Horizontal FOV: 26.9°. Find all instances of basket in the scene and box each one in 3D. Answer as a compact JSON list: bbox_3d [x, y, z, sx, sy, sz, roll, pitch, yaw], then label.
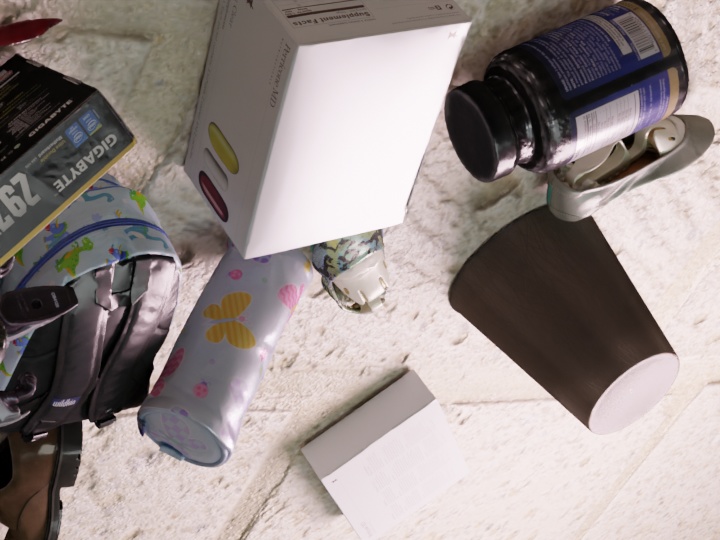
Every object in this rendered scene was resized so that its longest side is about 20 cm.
[{"bbox_3d":[0.215,0.055,1.511,0.179,0.201,0.137,-29,146,-11],"label":"basket"}]

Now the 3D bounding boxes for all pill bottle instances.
[{"bbox_3d":[0.177,-0.153,1.308,0.198,0.112,0.113,-24,144,-19],"label":"pill bottle"}]

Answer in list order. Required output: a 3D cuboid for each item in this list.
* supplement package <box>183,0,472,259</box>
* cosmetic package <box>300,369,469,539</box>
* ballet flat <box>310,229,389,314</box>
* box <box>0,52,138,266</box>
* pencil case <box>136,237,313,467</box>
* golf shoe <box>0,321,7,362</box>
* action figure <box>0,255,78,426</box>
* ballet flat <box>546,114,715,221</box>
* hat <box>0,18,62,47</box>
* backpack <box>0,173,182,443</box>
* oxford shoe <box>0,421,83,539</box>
[{"bbox_3d":[-0.030,-0.130,1.143,0.154,0.111,0.202,-13,139,-32],"label":"supplement package"},{"bbox_3d":[0.031,0.210,1.658,0.150,0.052,0.201,-36,147,-7],"label":"cosmetic package"},{"bbox_3d":[0.000,0.000,1.299,0.074,0.075,0.200,-36,171,-2],"label":"ballet flat"},{"bbox_3d":[-0.254,-0.048,0.951,0.200,0.159,0.050,-44,121,-14],"label":"box"},{"bbox_3d":[-0.108,0.062,1.236,0.091,0.082,0.202,100,12,-60],"label":"pencil case"},{"bbox_3d":[-0.287,0.078,0.963,0.198,0.096,0.077,-7,-170,41],"label":"golf shoe"},{"bbox_3d":[-0.268,0.043,1.051,0.069,0.131,0.200,-30,175,-34],"label":"action figure"},{"bbox_3d":[0.270,-0.115,1.483,0.198,0.067,0.064,-29,139,-13],"label":"ballet flat"},{"bbox_3d":[-0.316,-0.150,0.915,0.201,0.163,0.178,72,33,-64],"label":"hat"},{"bbox_3d":[-0.215,0.023,1.142,0.161,0.156,0.200,-8,158,-30],"label":"backpack"},{"bbox_3d":[-0.302,0.194,1.325,0.083,0.073,0.202,2,130,-22],"label":"oxford shoe"}]
